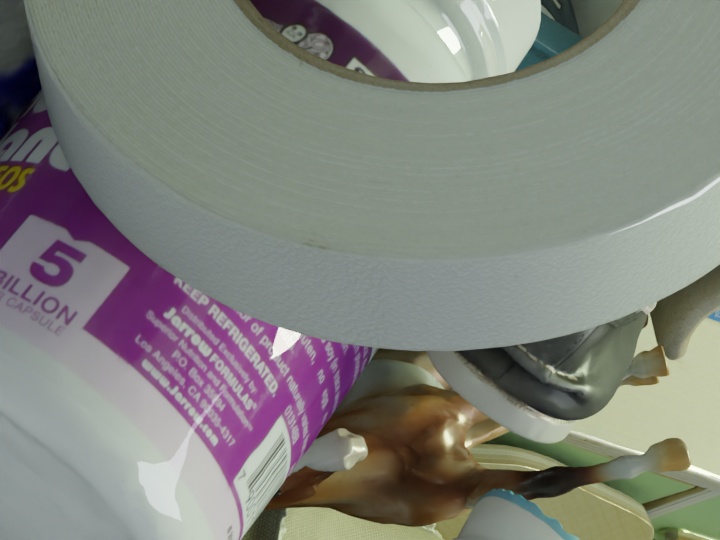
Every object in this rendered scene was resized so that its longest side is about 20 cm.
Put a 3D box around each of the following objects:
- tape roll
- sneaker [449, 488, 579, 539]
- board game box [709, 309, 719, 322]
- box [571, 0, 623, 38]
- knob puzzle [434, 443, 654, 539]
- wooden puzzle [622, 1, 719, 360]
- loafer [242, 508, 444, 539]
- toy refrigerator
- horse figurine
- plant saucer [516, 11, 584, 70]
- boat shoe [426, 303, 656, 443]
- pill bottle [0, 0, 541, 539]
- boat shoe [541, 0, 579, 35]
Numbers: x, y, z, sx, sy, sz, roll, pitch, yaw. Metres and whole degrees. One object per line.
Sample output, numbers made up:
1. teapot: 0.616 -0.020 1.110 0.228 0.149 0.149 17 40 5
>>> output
1. tape roll: 0.019 -0.072 0.637 0.203 0.202 0.037 -53 157 -29
2. sneaker: 0.016 0.143 0.764 0.081 0.076 0.200 -39 155 -30
3. board game box: 0.181 -0.085 1.168 0.151 0.036 0.201 -83 -175 -74
4. box: 0.172 -0.063 1.045 0.095 0.199 0.078 -70 -156 13
5. knob puzzle: 0.010 0.121 0.961 0.219 0.030 0.220 -10 135 -11
6. wooden puzzle: 0.152 -0.087 0.859 0.200 0.046 0.185 -40 -153 20
7. loafer: 0.014 0.114 0.872 0.200 0.068 0.076 42 48 -51
8. toy refrigerator: 0.094 0.056 0.971 0.076 0.200 0.070 -28 -130 50
9. horse figurine: 0.027 0.042 0.806 0.200 0.132 0.050 -79 156 -79
10. plant saucer: 0.000 0.000 0.846 0.200 0.019 0.070 -50 151 10
11. boat shoe: 0.063 -0.013 0.744 0.057 0.067 0.200 -50 -174 21
12. pill bottle: -0.037 -0.017 0.692 0.200 0.112 0.112 -54 158 -28
13. boat shoe: 0.053 -0.046 0.944 0.200 0.073 0.062 81 15 -53
